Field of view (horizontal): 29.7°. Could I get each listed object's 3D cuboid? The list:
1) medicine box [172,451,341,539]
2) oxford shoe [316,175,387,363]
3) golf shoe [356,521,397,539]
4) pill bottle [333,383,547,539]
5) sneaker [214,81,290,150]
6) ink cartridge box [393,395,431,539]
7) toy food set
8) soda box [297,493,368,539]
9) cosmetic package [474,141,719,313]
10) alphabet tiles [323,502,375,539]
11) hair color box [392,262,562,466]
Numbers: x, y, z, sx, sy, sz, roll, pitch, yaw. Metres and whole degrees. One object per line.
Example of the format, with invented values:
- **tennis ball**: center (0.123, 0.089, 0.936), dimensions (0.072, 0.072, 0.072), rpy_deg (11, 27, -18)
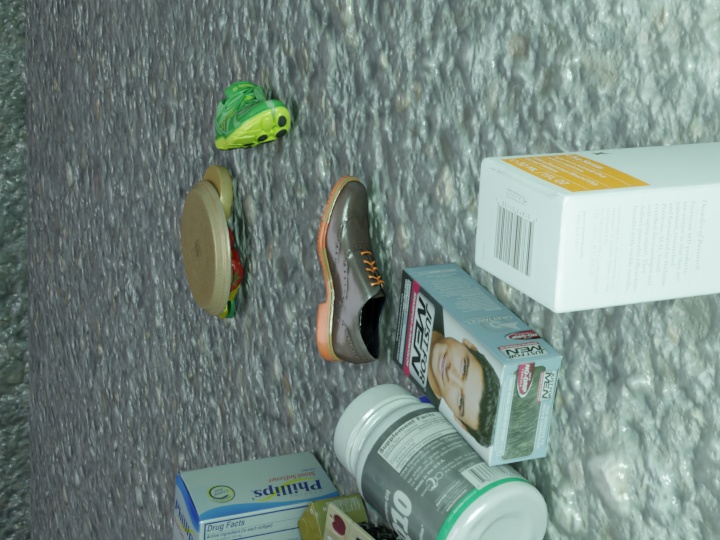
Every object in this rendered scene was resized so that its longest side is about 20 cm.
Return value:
- **medicine box**: center (-0.131, 0.342, 1.664), dimensions (0.103, 0.181, 0.202), rpy_deg (-132, 43, -53)
- **oxford shoe**: center (0.000, 0.000, 1.454), dimensions (0.072, 0.071, 0.202), rpy_deg (6, 99, 37)
- **golf shoe**: center (0.020, 0.344, 1.448), dimensions (0.200, 0.077, 0.095), rpy_deg (-138, 47, -59)
- **pill bottle**: center (0.067, 0.191, 1.224), dimensions (0.200, 0.112, 0.114), rpy_deg (38, 130, 47)
- **sneaker**: center (-0.147, -0.198, 1.713), dimensions (0.200, 0.073, 0.084), rpy_deg (180, 80, -67)
- **ink cartridge box**: center (0.067, 0.190, 1.359), dimensions (0.200, 0.037, 0.095), rpy_deg (124, 135, -53)
- **toy food set**: center (-0.211, -0.034, 1.931), dimensions (0.198, 0.048, 0.201), rpy_deg (122, 136, -55)
- **soda box**: center (-0.010, 0.361, 1.538), dimensions (0.068, 0.063, 0.201), rpy_deg (120, 139, -54)
- **cosmetic package**: center (0.181, -0.031, 0.832), dimensions (0.101, 0.198, 0.072), rpy_deg (-145, 54, -60)
- **alphabet tiles**: center (0.014, 0.357, 1.388), dimensions (0.167, 0.008, 0.201), rpy_deg (36, 134, 31)
- **hair color box**: center (0.100, 0.079, 1.222), dimensions (0.200, 0.060, 0.100), rpy_deg (-136, 45, -55)
